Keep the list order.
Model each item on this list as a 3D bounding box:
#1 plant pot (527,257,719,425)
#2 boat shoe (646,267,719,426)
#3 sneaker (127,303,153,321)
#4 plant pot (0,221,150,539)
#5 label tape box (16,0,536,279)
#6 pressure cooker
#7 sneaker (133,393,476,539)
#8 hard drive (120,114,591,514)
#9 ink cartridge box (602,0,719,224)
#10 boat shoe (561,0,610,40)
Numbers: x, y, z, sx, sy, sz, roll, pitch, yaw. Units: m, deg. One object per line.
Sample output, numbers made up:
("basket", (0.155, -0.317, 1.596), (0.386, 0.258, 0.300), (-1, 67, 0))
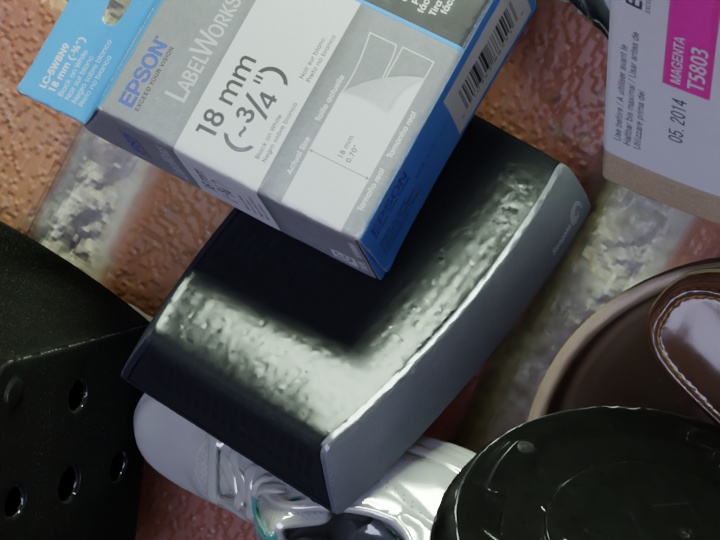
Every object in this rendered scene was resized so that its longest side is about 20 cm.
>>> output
("plant pot", (0.179, 0.088, 1.155), (0.201, 0.093, 0.201), (3, 100, 18))
("boat shoe", (0.203, 0.067, 1.058), (0.200, 0.068, 0.072), (36, 108, 10))
("sneaker", (-0.032, 0.022, 1.230), (0.200, 0.076, 0.081), (-22, 84, 20))
("plant pot", (-0.208, 0.078, 1.217), (0.177, 0.199, 0.200), (12, 102, 26))
("label tape box", (-0.046, -0.107, 1.138), (0.200, 0.063, 0.144), (27, 82, 17))
("pressure cooker", (0.098, 0.178, 1.043), (0.176, 0.179, 0.200), (16, 127, 11))
("sneaker", (-0.030, 0.097, 1.155), (0.200, 0.088, 0.075), (16, 120, 28))
("hard drive", (0.000, 0.000, 1.157), (0.135, 0.200, 0.042), (31, 152, 19))
("ink cartridge box", (0.161, -0.141, 1.039), (0.075, 0.200, 0.165), (21, 61, 15))
("boat shoe", (0.111, -0.147, 1.166), (0.200, 0.072, 0.068), (57, 147, -4))
